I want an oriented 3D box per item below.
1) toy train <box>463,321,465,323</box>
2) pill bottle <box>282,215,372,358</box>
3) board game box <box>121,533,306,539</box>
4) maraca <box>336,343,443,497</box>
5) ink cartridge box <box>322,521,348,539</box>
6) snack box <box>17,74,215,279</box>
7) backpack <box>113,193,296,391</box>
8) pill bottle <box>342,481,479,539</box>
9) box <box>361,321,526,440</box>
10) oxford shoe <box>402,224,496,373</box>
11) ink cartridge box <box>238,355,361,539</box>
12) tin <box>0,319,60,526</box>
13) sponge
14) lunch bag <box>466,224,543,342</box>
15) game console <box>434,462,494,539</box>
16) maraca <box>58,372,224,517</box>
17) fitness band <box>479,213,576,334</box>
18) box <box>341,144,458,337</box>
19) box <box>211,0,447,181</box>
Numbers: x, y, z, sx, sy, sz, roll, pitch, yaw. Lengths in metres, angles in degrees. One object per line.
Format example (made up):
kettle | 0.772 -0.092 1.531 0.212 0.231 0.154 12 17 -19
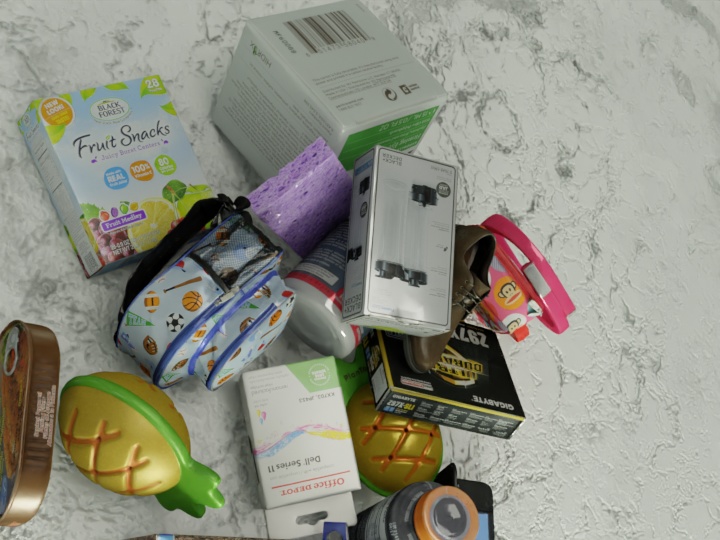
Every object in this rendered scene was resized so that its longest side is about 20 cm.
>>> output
toy train | 0.082 0.104 1.303 0.150 0.056 0.201 -6 78 -30
pill bottle | 0.000 0.000 1.157 0.120 0.119 0.200 50 62 -12
board game box | -0.149 0.367 0.995 0.199 0.097 0.160 14 65 -33
maraca | 0.028 0.191 1.192 0.137 0.107 0.200 -25 82 -30
ink cartridge box | 0.001 0.385 1.068 0.076 0.136 0.200 -31 97 -36
snack box | -0.275 -0.113 1.095 0.168 0.068 0.200 -24 88 -40
backpack | -0.173 0.047 1.041 0.190 0.200 0.154 -35 73 -24
pill bottle | 0.061 0.310 1.099 0.106 0.200 0.107 11 61 -20
box | 0.101 0.124 1.203 0.199 0.049 0.160 17 35 -23
oxford shoe | 0.110 0.032 1.140 0.073 0.084 0.201 34 70 -39
ink cartridge box | -0.069 0.212 1.109 0.117 0.067 0.201 -10 79 -14
tin | -0.337 0.149 0.924 0.042 0.112 0.201 17 64 -42
sponge | -0.057 -0.079 1.123 0.111 0.200 0.030 -40 71 0
lunch bag | 0.177 0.025 1.306 0.082 0.200 0.176 -38 92 -2
game console | 0.144 0.361 1.204 0.176 0.116 0.201 17 64 -36
maraca | -0.225 0.182 0.966 0.200 0.137 0.107 44 49 -10
fitness band | 0.236 0.005 1.329 0.037 0.144 0.200 -37 117 -3
box | 0.046 -0.031 1.085 0.116 0.060 0.201 10 74 -26
box | -0.043 -0.210 1.207 0.199 0.171 0.200 -25 68 -41
